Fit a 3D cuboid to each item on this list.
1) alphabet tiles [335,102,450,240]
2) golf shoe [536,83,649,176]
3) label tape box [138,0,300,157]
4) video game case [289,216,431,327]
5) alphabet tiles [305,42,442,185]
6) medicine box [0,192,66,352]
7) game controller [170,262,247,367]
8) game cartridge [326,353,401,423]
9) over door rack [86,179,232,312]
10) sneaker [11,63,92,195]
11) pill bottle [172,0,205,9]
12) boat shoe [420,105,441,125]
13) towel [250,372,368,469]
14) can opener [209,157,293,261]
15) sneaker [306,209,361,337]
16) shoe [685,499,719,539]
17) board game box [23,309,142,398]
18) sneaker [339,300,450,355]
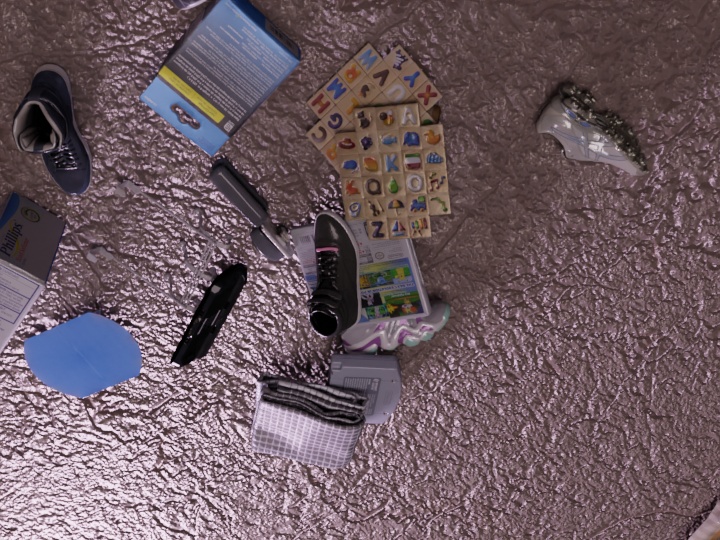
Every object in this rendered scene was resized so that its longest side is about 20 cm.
[{"bbox_3d":[0.049,-0.146,1.485,0.163,0.006,0.204,-3,106,13],"label":"alphabet tiles"},{"bbox_3d":[0.361,-0.202,1.538,0.199,0.079,0.097,35,131,-17],"label":"golf shoe"},{"bbox_3d":[-0.203,-0.288,1.427,0.144,0.064,0.200,38,112,-25],"label":"label tape box"},{"bbox_3d":[0.000,0.000,1.586,0.197,0.022,0.185,-10,108,25],"label":"video game case"},{"bbox_3d":[0.019,-0.232,1.479,0.199,0.006,0.167,-40,96,20],"label":"alphabet tiles"},{"bbox_3d":[-0.556,0.017,1.515,0.102,0.183,0.200,31,115,-23],"label":"medicine box"},{"bbox_3d":[-0.251,0.075,1.629,0.042,0.104,0.202,39,117,17],"label":"game controller"},{"bbox_3d":[0.006,0.208,1.734,0.131,0.041,0.201,6,144,-3],"label":"game cartridge"},{"bbox_3d":[-0.316,-0.043,1.576,0.198,0.067,0.149,28,117,-5],"label":"over door rack"},{"bbox_3d":[-0.445,-0.175,1.430,0.075,0.147,0.205,-8,124,-2],"label":"sneaker"},{"bbox_3d":[-0.253,-0.457,1.294,0.105,0.107,0.201,-27,120,12],"label":"pill bottle"},{"bbox_3d":[0.069,-0.166,1.529,0.071,0.072,0.203,15,120,1],"label":"boat shoe"},{"bbox_3d":[-0.095,0.266,1.720,0.196,0.087,0.167,14,143,-1],"label":"towel"},{"bbox_3d":[-0.173,-0.088,1.560,0.066,0.053,0.201,-29,120,15],"label":"can opener"},{"bbox_3d":[-0.047,0.012,1.540,0.069,0.099,0.204,0,111,23],"label":"sneaker"},{"bbox_3d":[0.709,0.549,2.039,0.053,0.070,0.201,43,122,19],"label":"shoe"},{"bbox_3d":[-0.469,0.136,1.685,0.197,0.039,0.159,-22,126,15],"label":"board game box"},{"bbox_3d":[0.043,0.064,1.659,0.197,0.078,0.141,-23,122,9],"label":"sneaker"}]
